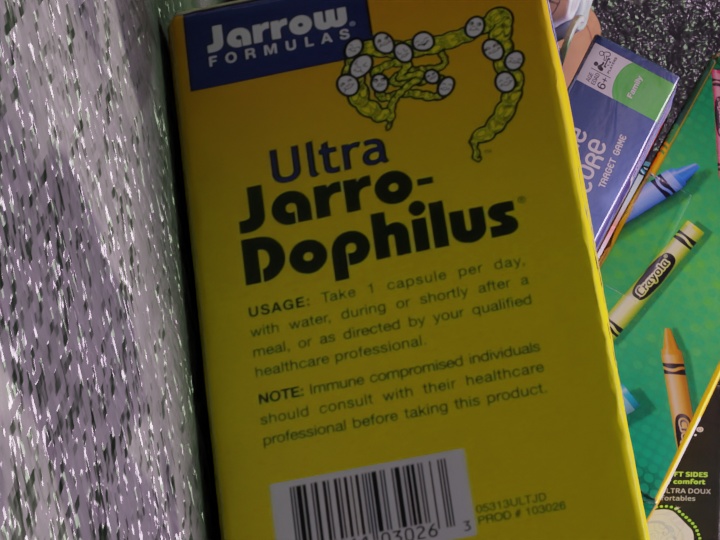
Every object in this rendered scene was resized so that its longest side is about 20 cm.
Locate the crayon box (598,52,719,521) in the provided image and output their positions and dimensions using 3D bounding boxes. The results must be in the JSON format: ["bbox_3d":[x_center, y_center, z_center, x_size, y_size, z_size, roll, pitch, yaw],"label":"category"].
[{"bbox_3d":[0.105,0.029,0.930,0.200,0.058,0.119,-59,175,-35],"label":"crayon box"}]

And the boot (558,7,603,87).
[{"bbox_3d":[0.063,-0.130,1.211,0.146,0.070,0.200,51,9,35],"label":"boot"}]

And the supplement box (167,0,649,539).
[{"bbox_3d":[0.017,0.029,0.683,0.109,0.109,0.201,70,10,-62],"label":"supplement box"}]

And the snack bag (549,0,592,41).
[{"bbox_3d":[0.062,-0.163,1.066,0.188,0.021,0.201,-20,-135,56],"label":"snack bag"}]

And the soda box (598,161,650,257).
[{"bbox_3d":[0.082,-0.024,1.163,0.199,0.064,0.069,13,38,-50],"label":"soda box"}]

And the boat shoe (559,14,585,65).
[{"bbox_3d":[0.039,-0.066,0.878,0.200,0.061,0.075,-33,137,-71],"label":"boat shoe"}]

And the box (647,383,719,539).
[{"bbox_3d":[0.093,0.167,0.997,0.201,0.124,0.149,-79,162,-44],"label":"box"}]

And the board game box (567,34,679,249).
[{"bbox_3d":[0.054,0.017,0.892,0.201,0.034,0.135,-62,175,1],"label":"board game box"}]
